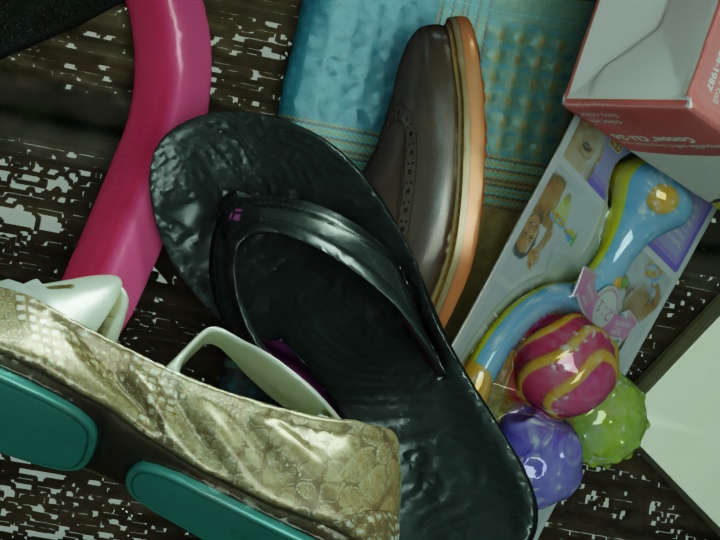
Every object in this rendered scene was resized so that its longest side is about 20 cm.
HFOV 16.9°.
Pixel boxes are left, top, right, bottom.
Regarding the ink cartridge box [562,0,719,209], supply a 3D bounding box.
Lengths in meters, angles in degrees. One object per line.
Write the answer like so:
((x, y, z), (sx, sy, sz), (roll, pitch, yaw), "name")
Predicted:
((0.177, -0.070, 0.904), (0.200, 0.067, 0.117), (30, 75, -37), "ink cartridge box")

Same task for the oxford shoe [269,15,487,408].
((0.000, 0.000, 0.898), (0.073, 0.071, 0.200), (12, 94, -7), "oxford shoe")

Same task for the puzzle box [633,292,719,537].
((0.213, 0.035, 0.981), (0.200, 0.025, 0.133), (-45, 100, -5), "puzzle box")

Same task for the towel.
((0.031, -0.018, 0.947), (0.146, 0.022, 0.200), (13, 93, -10), "towel")

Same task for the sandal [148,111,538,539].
((-0.006, 0.020, 0.845), (0.075, 0.048, 0.201), (-38, 75, 4), "sandal")

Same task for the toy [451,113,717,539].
((0.082, 0.037, 0.904), (0.115, 0.047, 0.200), (39, 73, -49), "toy")

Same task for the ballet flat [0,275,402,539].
((-0.076, 0.042, 0.801), (0.200, 0.071, 0.065), (27, 61, -9), "ballet flat")

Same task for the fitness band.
((-0.120, -0.052, 0.857), (0.144, 0.037, 0.200), (41, 59, -38), "fitness band")

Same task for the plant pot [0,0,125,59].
((-0.153, -0.172, 0.731), (0.177, 0.200, 0.200), (-6, 131, -40), "plant pot")
